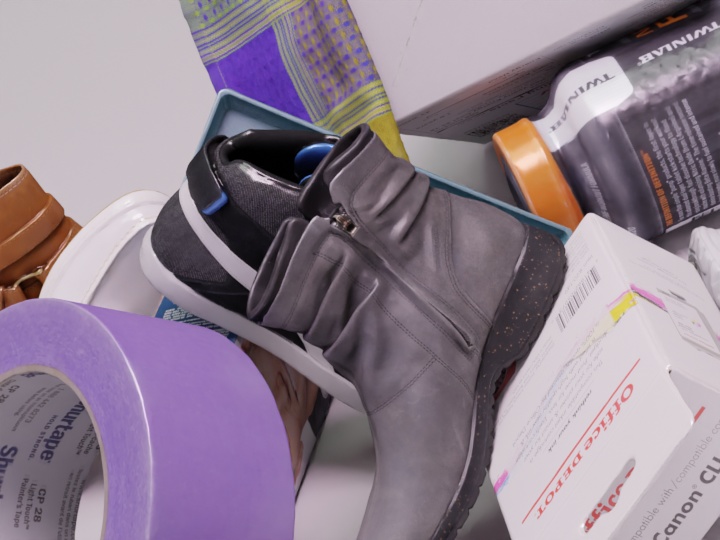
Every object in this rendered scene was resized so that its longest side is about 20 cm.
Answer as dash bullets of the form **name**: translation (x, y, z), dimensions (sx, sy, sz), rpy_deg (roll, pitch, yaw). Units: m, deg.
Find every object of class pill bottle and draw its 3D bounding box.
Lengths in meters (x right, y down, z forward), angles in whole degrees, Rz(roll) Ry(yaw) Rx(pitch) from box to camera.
- **pill bottle**: translation (0.173, -0.082, 1.518), dimensions (0.200, 0.106, 0.106), rpy_deg (-25, 27, -2)

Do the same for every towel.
- **towel**: translation (-0.033, -0.089, 1.550), dimensions (0.023, 0.200, 0.144), rpy_deg (-19, -3, -33)

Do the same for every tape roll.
- **tape roll**: translation (-0.125, 0.117, 1.308), dimensions (0.085, 0.200, 0.200), rpy_deg (12, -1, -41)

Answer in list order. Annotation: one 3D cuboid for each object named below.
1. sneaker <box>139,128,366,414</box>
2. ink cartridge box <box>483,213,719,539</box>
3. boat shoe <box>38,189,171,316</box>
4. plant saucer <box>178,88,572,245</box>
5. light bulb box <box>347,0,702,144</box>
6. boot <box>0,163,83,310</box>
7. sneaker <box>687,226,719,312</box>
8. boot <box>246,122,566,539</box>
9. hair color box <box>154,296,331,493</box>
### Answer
- **sneaker**: translation (0.000, 0.000, 1.398), dimensions (0.112, 0.200, 0.073), rpy_deg (-56, 16, 38)
- **ink cartridge box**: translation (0.118, 0.073, 1.278), dimensions (0.117, 0.067, 0.200), rpy_deg (-56, 21, 19)
- **boat shoe**: translation (-0.143, 0.054, 1.519), dimensions (0.069, 0.071, 0.200), rpy_deg (43, 109, 46)
- **plant saucer**: translation (0.007, -0.025, 1.476), dimensions (0.019, 0.200, 0.070), rpy_deg (126, 166, -83)
- **light bulb box**: translation (0.099, -0.167, 1.590), dimensions (0.198, 0.125, 0.200), rpy_deg (-25, -7, 17)
- **boot**: translation (-0.153, 0.003, 1.580), dimensions (0.200, 0.155, 0.074), rpy_deg (-25, 27, 0)
- **sneaker**: translation (0.214, 0.028, 1.345), dimensions (0.099, 0.078, 0.200), rpy_deg (-3, 18, -12)
- **boot**: translation (0.001, 0.044, 1.314), dimensions (0.070, 0.131, 0.200), rpy_deg (-12, 55, 66)
- **hair color box**: translation (-0.064, 0.055, 1.475), dimensions (0.060, 0.100, 0.200), rpy_deg (-10, 31, 20)
